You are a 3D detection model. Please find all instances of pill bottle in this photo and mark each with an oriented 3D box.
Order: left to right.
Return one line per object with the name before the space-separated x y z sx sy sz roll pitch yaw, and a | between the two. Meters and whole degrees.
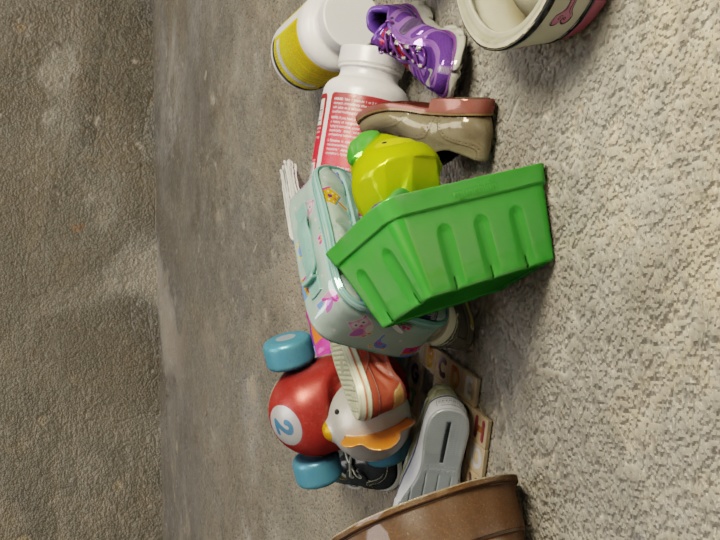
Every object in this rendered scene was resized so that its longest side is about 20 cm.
pill bottle | -0.049 -0.327 1.276 0.200 0.110 0.113 175 94 -68
pill bottle | 0.000 -0.174 1.145 0.112 0.111 0.203 -165 84 -67

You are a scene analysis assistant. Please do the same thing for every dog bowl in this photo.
dog bowl | 0.160 -0.296 0.813 0.200 0.073 0.204 -179 90 -68

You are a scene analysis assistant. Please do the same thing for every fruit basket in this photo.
fruit basket | 0.062 -0.065 0.876 0.155 0.213 0.219 -38 56 56

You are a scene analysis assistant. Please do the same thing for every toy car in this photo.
toy car | -0.013 0.167 1.041 0.200 0.174 0.187 -145 41 -76

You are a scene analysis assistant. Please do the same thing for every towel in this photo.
towel | -0.053 -0.034 1.199 0.201 0.024 0.148 60 -166 -46

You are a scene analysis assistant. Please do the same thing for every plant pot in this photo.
plant pot | 0.093 0.323 0.860 0.201 0.198 0.201 -55 49 54

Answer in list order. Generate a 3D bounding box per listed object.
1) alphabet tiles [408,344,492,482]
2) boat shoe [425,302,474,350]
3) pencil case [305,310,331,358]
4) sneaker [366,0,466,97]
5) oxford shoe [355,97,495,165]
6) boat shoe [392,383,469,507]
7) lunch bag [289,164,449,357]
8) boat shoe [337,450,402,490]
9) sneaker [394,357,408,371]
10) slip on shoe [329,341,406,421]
alphabet tiles | 0.097 0.182 1.063 0.200 0.007 0.170 -144 57 -64
boat shoe | 0.070 0.011 1.045 0.072 0.060 0.203 -46 44 22
pencil case | -0.017 0.126 1.251 0.089 0.087 0.202 117 143 -48
sneaker | 0.059 -0.255 1.051 0.200 0.082 0.082 -124 40 -52
oxford shoe | 0.064 -0.151 1.009 0.199 0.070 0.076 9 104 52
boat shoe | 0.083 0.223 1.024 0.062 0.071 0.203 -84 8 -67
lunch bag | 0.005 -0.011 0.954 0.077 0.159 0.202 -42 46 33
boat shoe | -0.003 0.265 1.239 0.200 0.059 0.077 146 121 -64
sneaker | 0.013 0.040 1.168 0.071 0.079 0.203 157 108 -66
slip on shoe | 0.002 0.079 0.997 0.201 0.060 0.075 -111 19 -47
